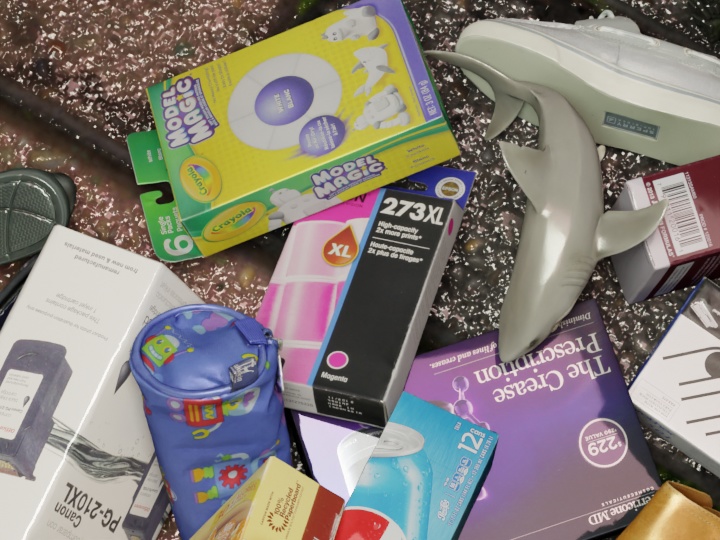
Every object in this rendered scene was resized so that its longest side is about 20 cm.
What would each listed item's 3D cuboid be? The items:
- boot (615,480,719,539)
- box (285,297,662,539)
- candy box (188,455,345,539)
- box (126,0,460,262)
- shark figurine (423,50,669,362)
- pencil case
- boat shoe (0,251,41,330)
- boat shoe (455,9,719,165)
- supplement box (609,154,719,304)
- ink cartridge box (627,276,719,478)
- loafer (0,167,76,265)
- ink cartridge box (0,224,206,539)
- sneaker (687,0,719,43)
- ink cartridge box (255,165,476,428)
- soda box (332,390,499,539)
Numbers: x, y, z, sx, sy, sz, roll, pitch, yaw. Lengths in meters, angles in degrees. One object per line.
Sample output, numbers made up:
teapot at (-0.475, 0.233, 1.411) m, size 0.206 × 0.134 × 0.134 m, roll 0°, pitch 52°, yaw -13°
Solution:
boot at (0.143, 0.184, 1.315) m, size 0.201 × 0.071 × 0.144 m, roll 21°, pitch 104°, yaw -19°
box at (0.070, 0.117, 1.366) m, size 0.200 × 0.079 × 0.141 m, roll -18°, pitch 82°, yaw -6°
candy box at (-0.091, 0.205, 1.262) m, size 0.055 × 0.200 × 0.116 m, roll 32°, pitch 43°, yaw -11°
box at (-0.050, -0.088, 1.386) m, size 0.200 × 0.048 × 0.118 m, roll -23°, pitch 53°, yaw 6°
shark figurine at (0.103, -0.068, 1.343) m, size 0.089 × 0.128 × 0.215 m, roll 26°, pitch 43°, yaw -38°
pencil case at (-0.076, 0.105, 1.302) m, size 0.087 × 0.200 × 0.078 m, roll -17°, pitch 44°, yaw -8°
boat shoe at (-0.221, 0.061, 1.375) m, size 0.075 × 0.062 × 0.200 m, roll 37°, pitch 80°, yaw 4°
boat shoe at (0.162, -0.126, 1.433) m, size 0.200 × 0.070 × 0.072 m, roll 20°, pitch 56°, yaw 5°
supplement box at (0.259, -0.043, 1.390) m, size 0.199 × 0.109 × 0.061 m, roll -15°, pitch 79°, yaw -6°
ink cartridge box at (0.269, 0.101, 1.392) m, size 0.200 × 0.044 × 0.094 m, roll 34°, pitch 81°, yaw 5°
loafer at (-0.271, -0.023, 1.397) m, size 0.199 × 0.063 × 0.072 m, roll -11°, pitch 103°, yaw 10°
ink cartridge box at (-0.164, 0.097, 1.317) m, size 0.084 × 0.145 × 0.200 m, roll 20°, pitch 77°, yaw 26°
sneaker at (0.298, -0.169, 1.393) m, size 0.085 × 0.078 × 0.200 m, roll -47°, pitch 43°, yaw -14°
ink cartridge box at (0.000, 0.000, 1.365) m, size 0.094 × 0.037 × 0.200 m, roll 10°, pitch 53°, yaw 15°
soda box at (0.009, 0.174, 1.262) m, size 0.064 × 0.068 × 0.200 m, roll 24°, pitch 69°, yaw 8°
